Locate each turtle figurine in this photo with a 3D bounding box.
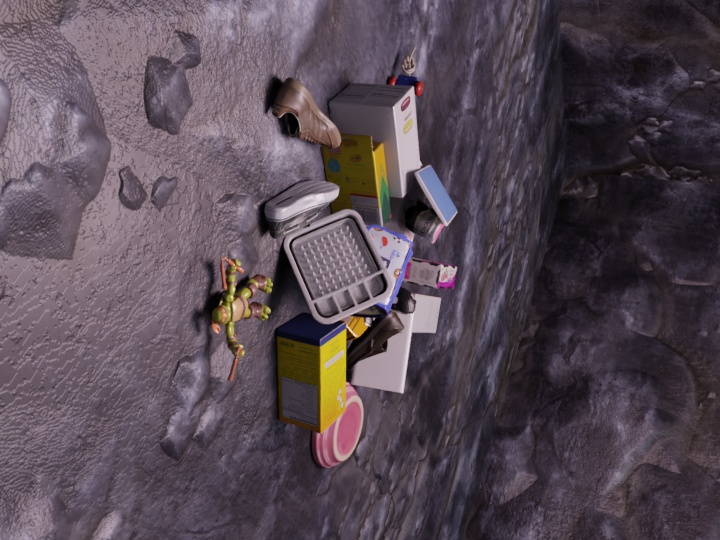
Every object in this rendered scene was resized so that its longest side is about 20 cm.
[{"bbox_3d":[-0.210,0.072,1.138,0.161,0.063,0.207,-25,113,-68],"label":"turtle figurine"}]

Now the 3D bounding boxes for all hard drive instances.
[{"bbox_3d":[0.055,0.185,1.623,0.026,0.128,0.206,53,45,-75],"label":"hard drive"}]

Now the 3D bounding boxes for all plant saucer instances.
[{"bbox_3d":[-0.047,0.369,1.587,0.200,0.050,0.207,-34,128,-57],"label":"plant saucer"}]

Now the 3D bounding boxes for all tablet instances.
[{"bbox_3d":[0.169,-0.169,1.481,0.132,0.013,0.200,59,20,-4],"label":"tablet"}]

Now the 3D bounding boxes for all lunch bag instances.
[{"bbox_3d":[0.000,0.000,1.387,0.124,0.195,0.173,53,53,-48],"label":"lunch bag"}]

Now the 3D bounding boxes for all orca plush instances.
[{"bbox_3d":[0.070,0.034,1.441,0.200,0.102,0.073,-114,-152,-76],"label":"orca plush"}]

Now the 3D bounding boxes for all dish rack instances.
[{"bbox_3d":[-0.044,-0.004,1.294,0.044,0.168,0.204,97,-31,-69],"label":"dish rack"}]

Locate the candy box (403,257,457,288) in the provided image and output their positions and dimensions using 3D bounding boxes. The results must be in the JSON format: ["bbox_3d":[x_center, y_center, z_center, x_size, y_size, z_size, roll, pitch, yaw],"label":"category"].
[{"bbox_3d":[0.125,-0.002,1.648,0.136,0.195,0.063,4,96,-65],"label":"candy box"}]

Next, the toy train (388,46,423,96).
[{"bbox_3d":[0.116,-0.425,1.631,0.116,0.082,0.205,66,40,-64],"label":"toy train"}]

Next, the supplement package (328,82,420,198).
[{"bbox_3d":[0.035,-0.277,1.420,0.111,0.152,0.204,-50,141,-45],"label":"supplement package"}]

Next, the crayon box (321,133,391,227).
[{"bbox_3d":[-0.008,-0.197,1.392,0.051,0.124,0.205,-49,140,-46],"label":"crayon box"}]

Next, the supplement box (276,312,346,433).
[{"bbox_3d":[-0.098,0.206,1.361,0.109,0.106,0.206,-28,124,-58],"label":"supplement box"}]

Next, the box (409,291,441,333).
[{"bbox_3d":[0.120,0.105,1.758,0.199,0.121,0.101,12,88,-64],"label":"box"}]

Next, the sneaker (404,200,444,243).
[{"bbox_3d":[0.144,-0.120,1.511,0.075,0.086,0.200,-58,-179,15],"label":"sneaker"}]

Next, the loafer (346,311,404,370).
[{"bbox_3d":[0.029,0.173,1.551,0.200,0.071,0.073,-47,-174,30],"label":"loafer"}]

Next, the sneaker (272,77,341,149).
[{"bbox_3d":[-0.106,-0.275,1.256,0.076,0.070,0.200,-55,146,-7],"label":"sneaker"}]

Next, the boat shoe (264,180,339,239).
[{"bbox_3d":[-0.115,-0.118,1.281,0.198,0.071,0.073,-29,134,-46],"label":"boat shoe"}]

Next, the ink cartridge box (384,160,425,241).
[{"bbox_3d":[0.068,-0.156,1.564,0.129,0.122,0.205,47,56,-58],"label":"ink cartridge box"}]

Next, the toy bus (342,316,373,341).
[{"bbox_3d":[0.001,0.080,1.550,0.079,0.064,0.201,47,48,-16],"label":"toy bus"}]
